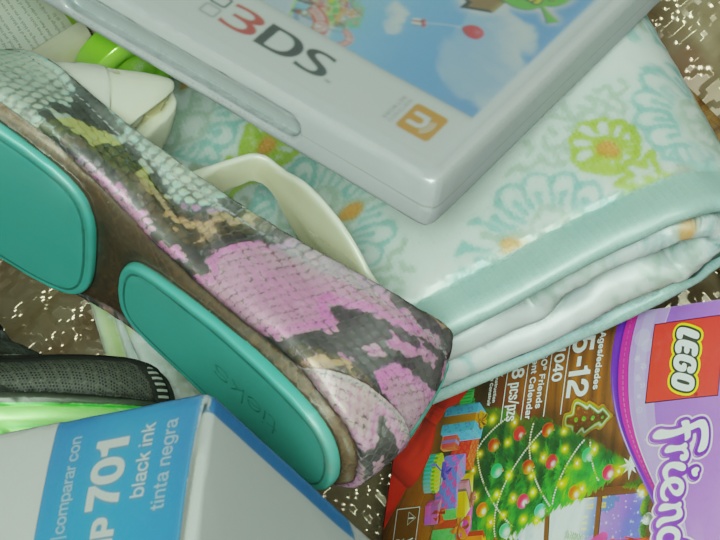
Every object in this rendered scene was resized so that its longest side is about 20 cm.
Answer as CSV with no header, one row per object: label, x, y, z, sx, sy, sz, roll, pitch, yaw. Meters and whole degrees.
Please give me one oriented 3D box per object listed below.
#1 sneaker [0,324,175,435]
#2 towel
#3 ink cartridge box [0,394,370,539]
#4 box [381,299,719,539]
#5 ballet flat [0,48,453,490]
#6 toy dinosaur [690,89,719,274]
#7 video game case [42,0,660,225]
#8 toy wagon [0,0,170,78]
sneaker,-0.143,0.016,0.730,0.200,0.077,0.084,12,75,19
towel,0.001,-0.036,0.795,0.200,0.048,0.171,-23,55,-1
ink cartridge box,-0.096,0.117,0.703,0.200,0.146,0.086,-11,55,26
box,0.063,0.113,0.777,0.137,0.039,0.200,-10,62,41
ballet flat,-0.059,-0.016,0.730,0.200,0.069,0.071,36,57,13
toy dinosaur,0.149,-0.003,0.836,0.200,0.060,0.106,32,87,4
video game case,0.004,-0.117,0.792,0.182,0.022,0.200,31,51,19
toy wagon,-0.156,-0.081,0.815,0.200,0.040,0.155,-33,59,-5
